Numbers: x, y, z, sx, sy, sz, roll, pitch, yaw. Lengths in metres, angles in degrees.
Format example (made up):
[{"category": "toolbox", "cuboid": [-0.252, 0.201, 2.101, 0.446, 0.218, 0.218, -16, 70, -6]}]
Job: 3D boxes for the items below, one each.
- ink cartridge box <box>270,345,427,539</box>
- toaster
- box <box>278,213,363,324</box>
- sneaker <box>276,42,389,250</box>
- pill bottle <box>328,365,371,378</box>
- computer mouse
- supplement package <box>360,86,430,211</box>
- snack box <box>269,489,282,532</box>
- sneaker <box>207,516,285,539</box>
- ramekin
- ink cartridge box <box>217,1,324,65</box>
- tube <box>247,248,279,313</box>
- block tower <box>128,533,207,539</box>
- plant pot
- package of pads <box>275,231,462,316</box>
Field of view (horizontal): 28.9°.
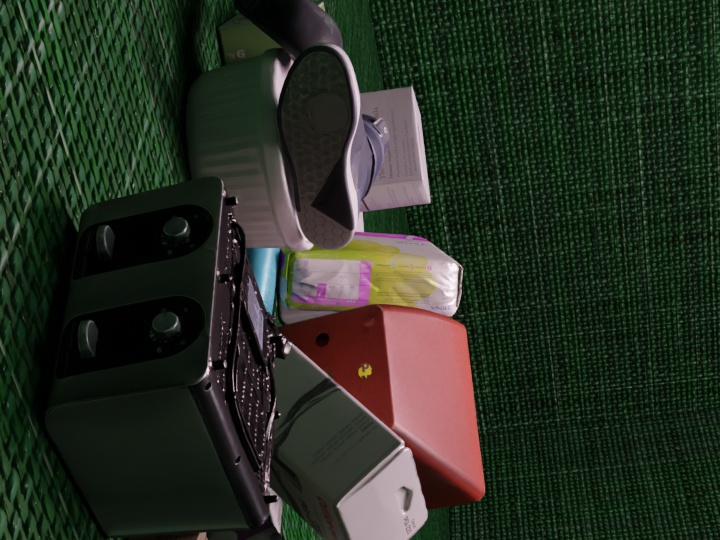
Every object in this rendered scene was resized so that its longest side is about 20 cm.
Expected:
[{"category": "ink cartridge box", "cuboid": [-0.043, 0.153, 1.222, 0.200, 0.085, 0.146, 36, -22, 32]}, {"category": "toaster", "cuboid": [-0.122, 0.066, 0.934, 0.200, 0.118, 0.181, 75, 11, -47]}, {"category": "box", "cuboid": [-0.048, -0.020, 1.749, 0.124, 0.097, 0.200, 66, 19, -67]}, {"category": "sneaker", "cuboid": [-0.022, -0.142, 1.315, 0.146, 0.077, 0.203, -67, 161, -53]}, {"category": "pill bottle", "cuboid": [-0.006, 0.163, 1.854, 0.111, 0.111, 0.200, -13, 95, -83]}, {"category": "computer mouse", "cuboid": [-0.076, -0.254, 1.377, 0.138, 0.053, 0.200, 33, 8, -43]}, {"category": "supplement package", "cuboid": [-0.029, -0.127, 1.580, 0.110, 0.200, 0.114, 57, 26, -77]}, {"category": "snack box", "cuboid": [-0.095, 0.179, 1.451, 0.200, 0.024, 0.072, -88, 168, -52]}, {"category": "sneaker", "cuboid": [-0.059, 0.250, 1.177, 0.200, 0.140, 0.078, -89, 169, -48]}, {"category": "ramekin", "cuboid": [-0.106, -0.113, 1.368, 0.202, 0.094, 0.203, -7, 90, -84]}, {"category": "ink cartridge box", "cuboid": [-0.097, -0.255, 1.552, 0.200, 0.104, 0.059, -73, 155, -73]}, {"category": "tube", "cuboid": [-0.107, 0.013, 1.452, 0.077, 0.050, 0.200, 58, 31, -66]}, {"category": "block tower", "cuboid": [-0.123, 0.274, 0.989, 0.058, 0.054, 0.200, -78, 159, -72]}, {"category": "plant pot", "cuboid": [-0.002, 0.135, 1.432, 0.176, 0.199, 0.200, 45, 36, -59]}, {"category": "package of pads", "cuboid": [0.000, 0.000, 1.535, 0.155, 0.200, 0.068, -135, -131, -72]}]
